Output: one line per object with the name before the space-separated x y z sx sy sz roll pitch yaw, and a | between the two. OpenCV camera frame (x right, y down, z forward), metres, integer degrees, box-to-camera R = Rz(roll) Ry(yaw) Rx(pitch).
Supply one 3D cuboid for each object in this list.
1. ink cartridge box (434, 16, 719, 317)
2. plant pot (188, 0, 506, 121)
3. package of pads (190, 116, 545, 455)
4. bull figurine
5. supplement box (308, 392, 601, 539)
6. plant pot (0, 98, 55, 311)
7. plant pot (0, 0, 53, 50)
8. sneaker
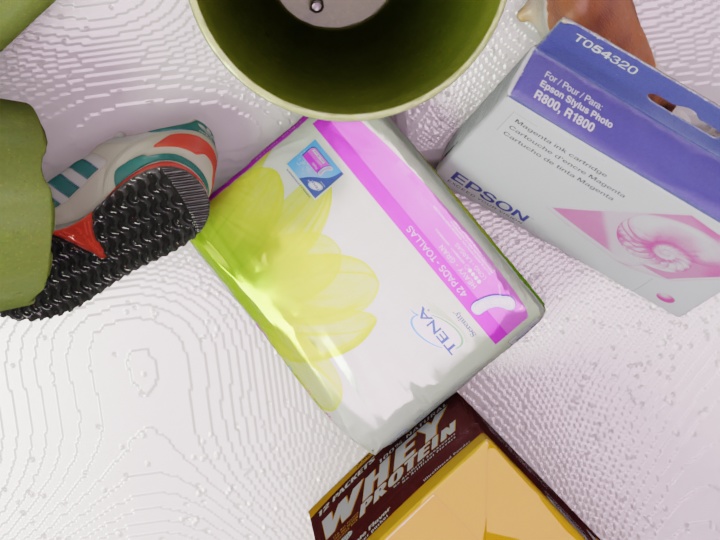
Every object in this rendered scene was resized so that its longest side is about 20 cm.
ink cartridge box | 0.164 -0.057 1.307 0.196 0.200 0.043 29 68 -6
plant pot | -0.014 -0.189 1.274 0.186 0.200 0.188 -1 97 -4
package of pads | 0.000 0.000 1.351 0.154 0.068 0.200 -40 92 8
bull figurine | 0.137 -0.148 1.356 0.121 0.065 0.201 -16 98 0
supplement box | 0.084 0.199 1.328 0.133 0.200 0.197 -44 98 2
plant pot | -0.284 -0.038 1.230 0.189 0.200 0.201 -3 98 -22
plant pot | -0.232 -0.222 1.268 0.200 0.200 0.190 39 104 -7
sneaker | -0.172 -0.037 1.354 0.199 0.094 0.070 -24 118 26
